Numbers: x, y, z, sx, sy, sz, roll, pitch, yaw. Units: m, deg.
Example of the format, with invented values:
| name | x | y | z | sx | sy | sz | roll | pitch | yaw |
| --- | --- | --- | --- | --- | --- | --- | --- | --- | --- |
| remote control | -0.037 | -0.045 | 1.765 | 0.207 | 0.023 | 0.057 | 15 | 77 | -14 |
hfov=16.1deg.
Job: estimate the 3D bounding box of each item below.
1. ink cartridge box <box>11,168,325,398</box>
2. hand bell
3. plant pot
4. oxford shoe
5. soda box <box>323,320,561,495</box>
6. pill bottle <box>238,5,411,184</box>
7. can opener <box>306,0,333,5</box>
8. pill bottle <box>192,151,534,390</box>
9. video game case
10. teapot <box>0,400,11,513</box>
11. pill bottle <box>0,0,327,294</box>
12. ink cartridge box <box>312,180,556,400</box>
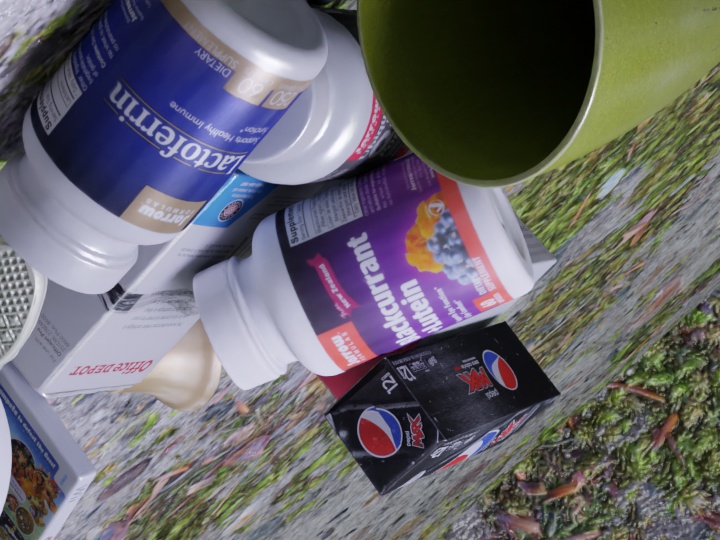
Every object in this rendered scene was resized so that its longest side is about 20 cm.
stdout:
| name | x | y | z | sx | sy | sz | roll | pitch | yaw |
| --- | --- | --- | --- | --- | --- | --- | --- | --- | --- |
| ink cartridge box | -0.139 | -0.017 | 1.658 | 0.200 | 0.084 | 0.145 | -47 | 164 | 16 |
| hand bell | -0.206 | 0.064 | 1.771 | 0.200 | 0.104 | 0.104 | -10 | 148 | -40 |
| plant pot | 0.133 | -0.154 | 1.482 | 0.200 | 0.187 | 0.187 | -12 | 149 | -43 |
| oxford shoe | -0.245 | 0.039 | 1.586 | 0.058 | 0.075 | 0.200 | -45 | 174 | -48 |
| soda box | 0.057 | 0.089 | 1.693 | 0.063 | 0.071 | 0.200 | -42 | 167 | 24 |
| pill bottle | -0.033 | -0.110 | 1.583 | 0.111 | 0.111 | 0.200 | -46 | 169 | 16 |
| can opener | -0.020 | -0.216 | 1.479 | 0.200 | 0.078 | 0.063 | 91 | 10 | -74 |
| pill bottle | 0.000 | 0.000 | 1.612 | 0.200 | 0.112 | 0.111 | -24 | 168 | 10 |
| video game case | -0.256 | 0.138 | 1.687 | 0.018 | 0.143 | 0.200 | -19 | 154 | -44 |
| teapot | -0.282 | 0.082 | 1.460 | 0.200 | 0.197 | 0.146 | -19 | -140 | 34 |
| pill bottle | -0.120 | -0.087 | 1.447 | 0.200 | 0.116 | 0.116 | -48 | 164 | 23 |
| ink cartridge box | 0.002 | -0.028 | 1.760 | 0.145 | 0.200 | 0.145 | -47 | 166 | 21 |
